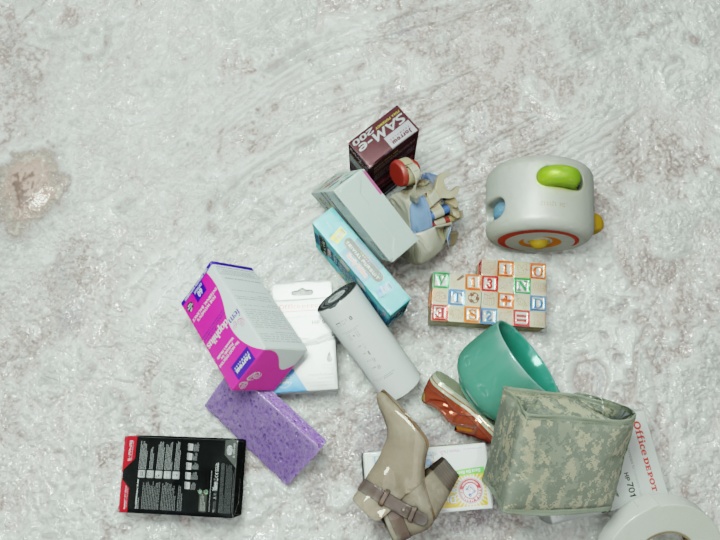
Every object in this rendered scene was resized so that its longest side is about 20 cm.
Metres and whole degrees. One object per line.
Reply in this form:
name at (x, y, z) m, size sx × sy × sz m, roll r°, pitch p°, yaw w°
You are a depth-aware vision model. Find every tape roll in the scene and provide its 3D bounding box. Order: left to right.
tape roll at (0.478, 0.454, 1.135) m, size 0.202 × 0.037 × 0.203 m, roll -1°, pitch 104°, yaw -6°

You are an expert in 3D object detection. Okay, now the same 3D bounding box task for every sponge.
sponge at (-0.162, 0.256, 1.187) m, size 0.200 × 0.030 × 0.112 m, roll 41°, pitch 119°, yaw 7°

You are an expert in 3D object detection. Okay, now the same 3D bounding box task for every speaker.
speaker at (0.016, 0.122, 1.190) m, size 0.081 × 0.081 × 0.200 m, roll -38°, pitch 102°, yaw -8°

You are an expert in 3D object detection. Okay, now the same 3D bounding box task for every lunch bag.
lunch bag at (0.304, 0.272, 1.068) m, size 0.200 × 0.118 × 0.164 m, roll 7°, pitch 102°, yaw -11°

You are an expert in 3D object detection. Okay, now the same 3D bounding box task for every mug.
mug at (0.244, 0.189, 1.177) m, size 0.114 × 0.152 × 0.185 m, roll -40°, pitch 89°, yaw 19°

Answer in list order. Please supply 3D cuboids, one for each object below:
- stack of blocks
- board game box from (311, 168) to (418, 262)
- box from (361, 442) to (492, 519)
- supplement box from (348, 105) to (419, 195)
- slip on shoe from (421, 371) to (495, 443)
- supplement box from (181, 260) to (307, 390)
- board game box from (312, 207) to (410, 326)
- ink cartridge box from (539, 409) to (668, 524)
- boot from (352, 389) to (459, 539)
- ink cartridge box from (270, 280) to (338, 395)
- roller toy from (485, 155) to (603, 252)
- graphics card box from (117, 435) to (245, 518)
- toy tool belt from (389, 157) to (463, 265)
stack of blocks at (0.222, 0.043, 1.255) m, size 0.199 × 0.059 × 0.115 m, roll 3°, pitch 77°, yaw 0°
board game box at (0.001, -0.093, 1.190) m, size 0.064 × 0.200 × 0.148 m, roll -40°, pitch 104°, yaw -9°
box at (0.105, 0.340, 1.160) m, size 0.199 × 0.113 × 0.102 m, roll -4°, pitch 77°, yaw -3°
supplement box at (0.038, -0.192, 1.233) m, size 0.109 × 0.200 × 0.061 m, roll -39°, pitch 80°, yaw -9°
slip on shoe at (0.189, 0.255, 1.209) m, size 0.200 × 0.074 × 0.061 m, roll 38°, pitch 106°, yaw 5°
supplement box at (-0.194, 0.091, 1.170) m, size 0.101 × 0.103 × 0.200 m, roll -51°, pitch 58°, yaw 19°
board game box at (0.000, 0.000, 1.215) m, size 0.047 × 0.151 × 0.200 m, roll -39°, pitch 81°, yaw -9°
ink cartridge box at (0.384, 0.323, 1.182) m, size 0.200 × 0.086 × 0.147 m, roll -13°, pitch 78°, yaw -2°
boot at (0.047, 0.302, 1.077) m, size 0.146 × 0.070 × 0.200 m, roll -40°, pitch 77°, yaw -9°
ink cartridge box at (-0.100, 0.111, 1.232) m, size 0.116 × 0.067 × 0.200 m, roll -4°, pitch 78°, yaw -1°
roller toy at (0.310, -0.104, 1.228) m, size 0.182 × 0.200 × 0.140 m, roll -5°, pitch 74°, yaw 34°
graphics card box at (-0.293, 0.339, 1.175) m, size 0.199 × 0.051 × 0.126 m, roll -1°, pitch 77°, yaw 9°
toy tool belt at (0.117, -0.115, 1.232) m, size 0.123 × 0.200 × 0.125 m, roll -24°, pitch 34°, yaw -25°
